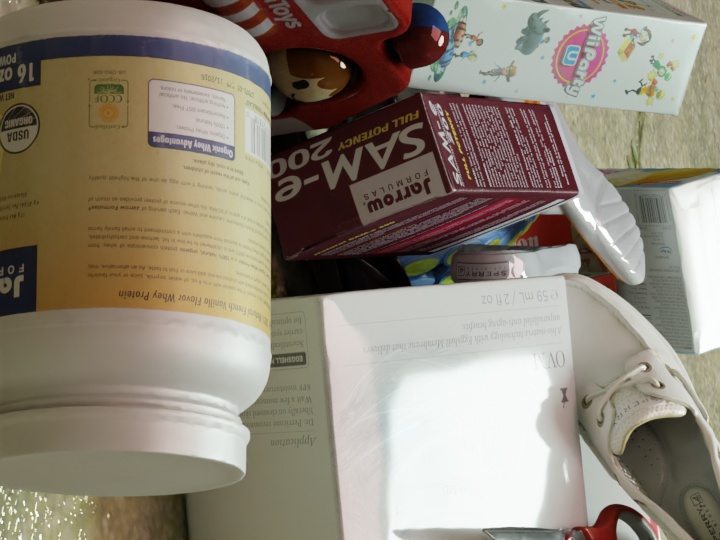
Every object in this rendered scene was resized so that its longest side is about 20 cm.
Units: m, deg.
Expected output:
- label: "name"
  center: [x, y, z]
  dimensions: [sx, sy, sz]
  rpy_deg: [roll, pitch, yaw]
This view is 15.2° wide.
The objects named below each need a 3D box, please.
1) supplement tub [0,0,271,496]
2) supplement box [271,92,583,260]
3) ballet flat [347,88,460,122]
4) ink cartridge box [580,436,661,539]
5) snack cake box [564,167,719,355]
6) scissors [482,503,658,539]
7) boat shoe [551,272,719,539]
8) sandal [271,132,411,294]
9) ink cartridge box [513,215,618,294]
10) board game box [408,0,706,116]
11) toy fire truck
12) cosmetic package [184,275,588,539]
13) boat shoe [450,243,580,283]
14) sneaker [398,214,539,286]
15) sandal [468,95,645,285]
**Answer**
- label: "supplement tub"
  center: [-0.111, -0.007, 1.205]
  dimensions: [0.144, 0.144, 0.201]
  rpy_deg: [30, 57, -63]
- label: "supplement box"
  center: [0.037, -0.051, 1.517]
  dimensions: [0.200, 0.108, 0.061]
  rpy_deg: [-4, 73, -66]
- label: "ballet flat"
  center: [0.027, -0.127, 1.674]
  dimensions: [0.068, 0.068, 0.201]
  rpy_deg: [34, 54, -64]
- label: "ink cartridge box"
  center: [0.101, 0.164, 1.608]
  dimensions: [0.200, 0.084, 0.146]
  rpy_deg: [157, -73, -69]
- label: "snack cake box"
  center: [0.184, -0.008, 1.857]
  dimensions: [0.067, 0.200, 0.116]
  rpy_deg: [-16, 100, -31]
- label: "scissors"
  center: [0.113, 0.141, 1.437]
  dimensions: [0.200, 0.014, 0.073]
  rpy_deg: [38, 54, -49]
- label: "boat shoe"
  center: [0.156, 0.081, 1.479]
  dimensions: [0.200, 0.071, 0.069]
  rpy_deg: [53, 4, 14]
- label: "sandal"
  center: [0.000, 0.000, 1.578]
  dimensions: [0.075, 0.048, 0.201]
  rpy_deg: [-97, 168, -57]
- label: "ink cartridge box"
  center: [0.120, 0.044, 1.807]
  dimensions: [0.109, 0.050, 0.201]
  rpy_deg: [-12, 97, -27]
- label: "board game box"
  center: [0.079, -0.152, 1.586]
  dimensions: [0.199, 0.148, 0.065]
  rpy_deg: [2, 114, -33]
- label: "toy fire truck"
  center: [-0.049, -0.123, 1.355]
  dimensions: [0.200, 0.167, 0.113]
  rpy_deg: [46, 43, -56]
- label: "cosmetic package"
  center: [0.015, 0.110, 1.437]
  dimensions: [0.199, 0.123, 0.201]
  rpy_deg: [-5, 90, -47]
- label: "boat shoe"
  center: [0.087, 0.018, 1.618]
  dimensions: [0.200, 0.073, 0.067]
  rpy_deg: [-8, 98, -73]
- label: "sneaker"
  center: [0.060, -0.039, 1.745]
  dimensions: [0.200, 0.083, 0.071]
  rpy_deg: [-43, 166, -48]
- label: "sandal"
  center: [0.111, -0.058, 1.704]
  dimensions: [0.207, 0.059, 0.079]
  rpy_deg: [53, 25, -29]
